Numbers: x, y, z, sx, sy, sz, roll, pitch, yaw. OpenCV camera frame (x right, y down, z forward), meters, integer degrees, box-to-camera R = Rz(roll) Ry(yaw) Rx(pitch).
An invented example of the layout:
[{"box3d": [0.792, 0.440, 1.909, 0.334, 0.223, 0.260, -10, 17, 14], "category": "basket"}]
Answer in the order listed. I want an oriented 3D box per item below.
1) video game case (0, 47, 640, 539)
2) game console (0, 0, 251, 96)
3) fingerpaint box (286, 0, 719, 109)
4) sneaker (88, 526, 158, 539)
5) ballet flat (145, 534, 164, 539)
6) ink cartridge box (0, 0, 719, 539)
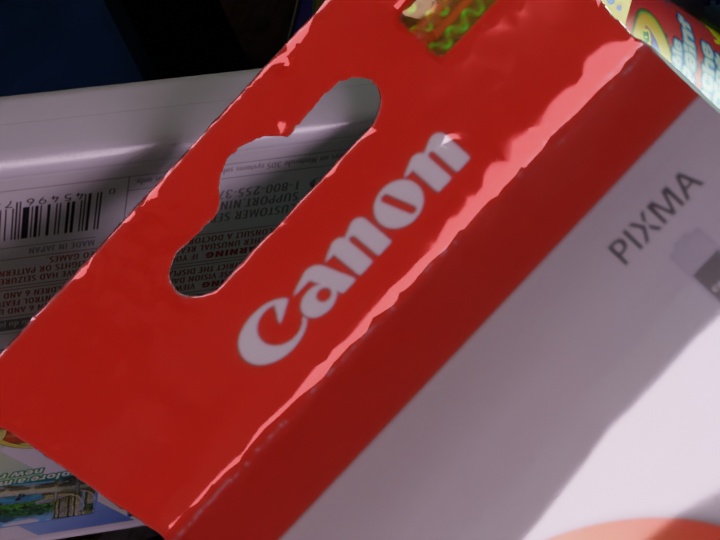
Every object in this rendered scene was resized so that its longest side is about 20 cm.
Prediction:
[{"box3d": [-0.046, 0.013, 0.645, 0.199, 0.022, 0.182, -8, 149, -15], "category": "video game case"}, {"box3d": [-0.103, -0.022, 0.672, 0.200, 0.176, 0.117, -40, 105, -14], "category": "game console"}, {"box3d": [0.076, -0.113, 0.734, 0.167, 0.073, 0.201, 25, 74, -44], "category": "fingerpaint box"}, {"box3d": [-0.040, 0.125, 0.805, 0.071, 0.112, 0.200, 19, 102, -48], "category": "sneaker"}, {"box3d": [-0.086, 0.125, 0.755, 0.200, 0.057, 0.066, -34, 103, 32], "category": "ballet flat"}, {"box3d": [0.038, 0.031, 0.591, 0.162, 0.050, 0.200, -47, 127, 5], "category": "ink cartridge box"}]
